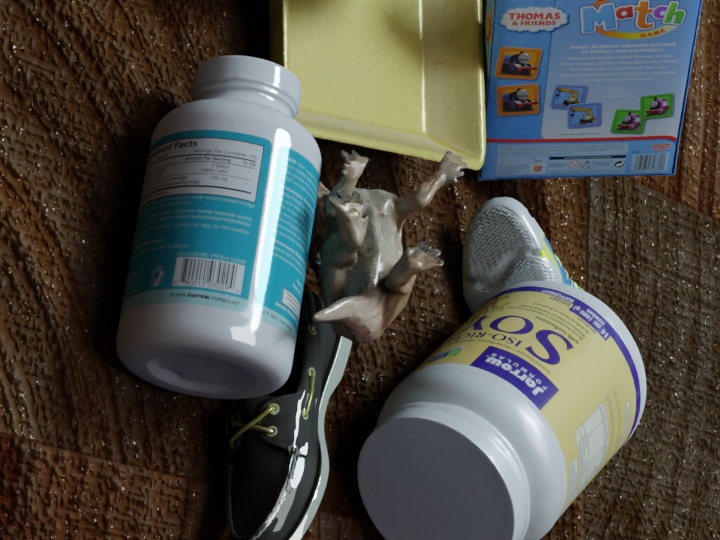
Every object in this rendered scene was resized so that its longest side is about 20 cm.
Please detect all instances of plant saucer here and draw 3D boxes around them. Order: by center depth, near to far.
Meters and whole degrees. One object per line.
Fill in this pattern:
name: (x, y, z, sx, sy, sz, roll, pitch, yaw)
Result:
plant saucer: (0.002, -0.177, 1.735, 0.199, 0.048, 0.201, 9, 76, -45)

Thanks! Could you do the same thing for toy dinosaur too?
toy dinosaur: (0.000, 0.000, 1.586, 0.085, 0.136, 0.201, 20, 38, -8)

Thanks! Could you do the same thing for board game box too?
board game box: (0.163, -0.147, 1.805, 0.201, 0.150, 0.037, 92, -4, -49)

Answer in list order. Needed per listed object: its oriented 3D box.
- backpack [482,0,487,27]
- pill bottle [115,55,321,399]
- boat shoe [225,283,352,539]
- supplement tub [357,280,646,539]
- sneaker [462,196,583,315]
backpack: (0.167, -0.229, 1.879, 0.201, 0.152, 0.176, 82, 23, -45)
pill bottle: (-0.084, -0.029, 1.552, 0.111, 0.110, 0.201, 32, 59, -46)
boat shoe: (-0.057, 0.095, 1.599, 0.061, 0.071, 0.202, 47, 41, -38)
supplement tub: (0.099, 0.110, 1.739, 0.200, 0.145, 0.146, -41, 115, -49)
sneaker: (0.133, 0.025, 1.876, 0.105, 0.075, 0.201, -53, 132, -58)
